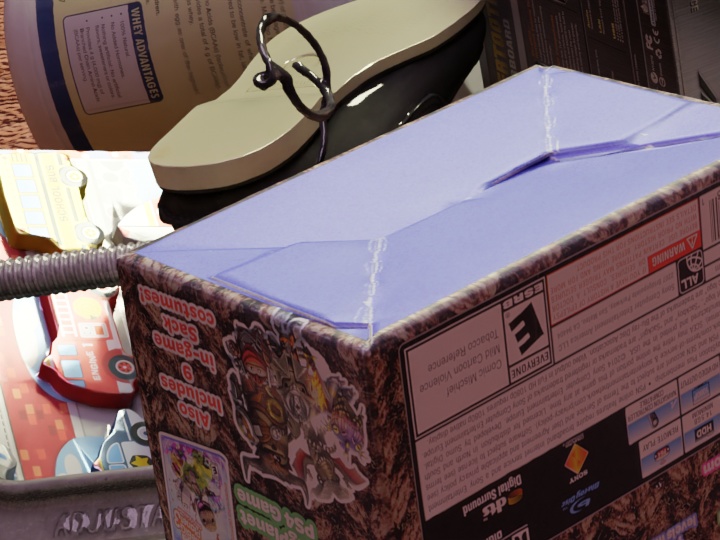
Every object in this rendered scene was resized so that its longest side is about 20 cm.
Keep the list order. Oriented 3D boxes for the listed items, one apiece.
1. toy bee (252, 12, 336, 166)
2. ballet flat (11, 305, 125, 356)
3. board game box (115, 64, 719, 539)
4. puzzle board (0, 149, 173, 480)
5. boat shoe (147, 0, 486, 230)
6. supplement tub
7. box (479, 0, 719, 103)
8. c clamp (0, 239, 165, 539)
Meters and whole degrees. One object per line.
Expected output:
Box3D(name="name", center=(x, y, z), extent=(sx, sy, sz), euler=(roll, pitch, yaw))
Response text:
Box3D(name="toy bee", center=(-0.010, 0.034, 0.868), extent=(0.109, 0.131, 0.200), euler=(-35, 55, 24))
Box3D(name="ballet flat", center=(-0.137, 0.061, 0.929), extent=(0.200, 0.068, 0.062), euler=(-27, 10, -40))
Box3D(name="board game box", center=(0.039, 0.068, 0.693), extent=(0.159, 0.200, 0.097), euler=(-25, 29, -35))
Box3D(name="puzzle board", center=(-0.098, 0.024, 0.913), extent=(0.150, 0.017, 0.200), euler=(-1, 46, -22))
Box3D(name="boat shoe", center=(-0.009, -0.055, 0.980), extent=(0.074, 0.063, 0.201), euler=(0, 28, 32))
Box3D(name="supplement tub", center=(-0.041, -0.113, 1.144), extent=(0.200, 0.145, 0.145), euler=(-9, 22, 23))
Box3D(name="box", center=(0.102, -0.082, 1.005), extent=(0.048, 0.200, 0.158), euler=(-21, 27, -21))
Box3D(name="c clamp", center=(-0.073, 0.016, 0.791), extent=(0.200, 0.027, 0.171), euler=(-2, 55, 19))
